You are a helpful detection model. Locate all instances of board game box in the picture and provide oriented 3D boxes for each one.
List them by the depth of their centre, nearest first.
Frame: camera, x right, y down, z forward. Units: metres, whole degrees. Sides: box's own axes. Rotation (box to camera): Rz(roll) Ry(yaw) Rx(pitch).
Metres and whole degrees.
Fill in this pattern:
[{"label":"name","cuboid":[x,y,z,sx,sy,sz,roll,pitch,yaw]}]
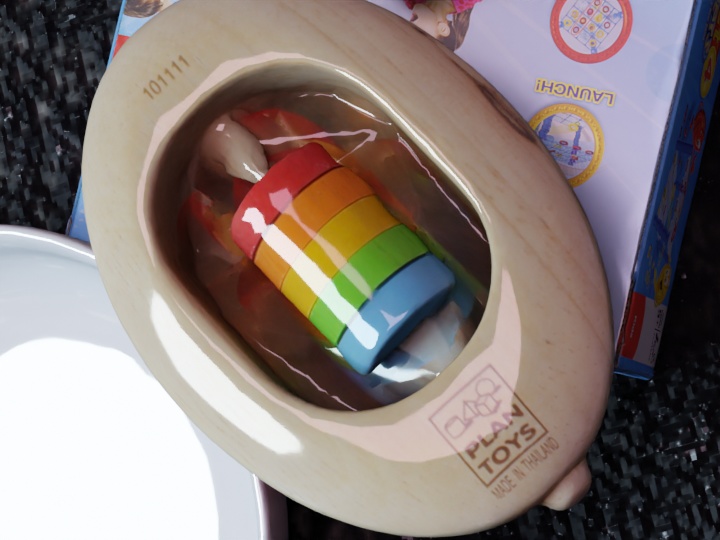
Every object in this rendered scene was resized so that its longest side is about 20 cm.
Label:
[{"label":"board game box","cuboid":[0.021,-0.081,0.916,0.199,0.056,0.197,13,88,20]}]

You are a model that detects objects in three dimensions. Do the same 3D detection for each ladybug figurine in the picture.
[{"label":"ladybug figurine","cuboid":[0.000,0.000,0.843,0.136,0.072,0.200,-41,72,3]}]

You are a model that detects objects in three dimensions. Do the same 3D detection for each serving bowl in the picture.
[{"label":"serving bowl","cuboid":[-0.108,0.083,0.928,0.199,0.066,0.201,2,94,22]}]
